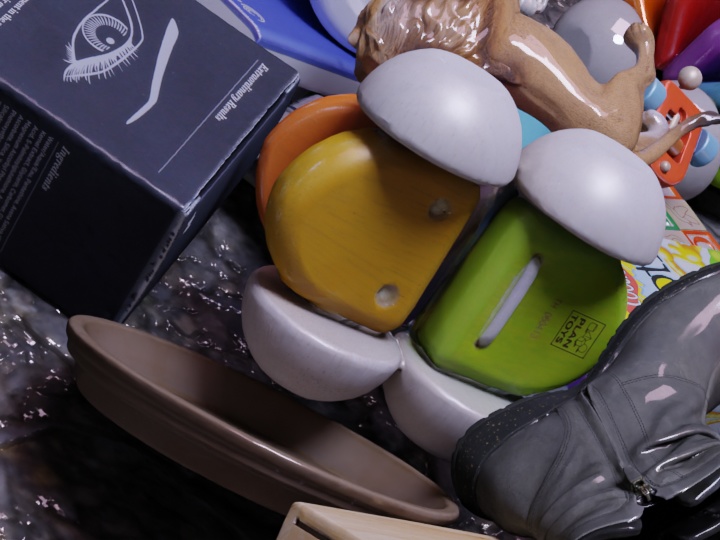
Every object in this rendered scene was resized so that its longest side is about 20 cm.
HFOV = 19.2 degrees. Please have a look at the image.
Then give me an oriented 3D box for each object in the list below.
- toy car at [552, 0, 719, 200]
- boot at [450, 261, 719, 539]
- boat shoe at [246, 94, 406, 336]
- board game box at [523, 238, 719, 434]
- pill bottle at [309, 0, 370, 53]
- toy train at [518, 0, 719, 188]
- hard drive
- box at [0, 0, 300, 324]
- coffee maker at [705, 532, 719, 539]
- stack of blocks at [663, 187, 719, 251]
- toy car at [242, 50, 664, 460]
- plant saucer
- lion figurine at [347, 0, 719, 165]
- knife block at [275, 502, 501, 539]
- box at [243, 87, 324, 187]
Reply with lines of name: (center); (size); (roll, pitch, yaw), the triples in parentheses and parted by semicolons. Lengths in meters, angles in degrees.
toy car: (0.247, -0.145, 1.504); (0.175, 0.150, 0.200); (-2, 48, -45)
boot: (0.149, 0.075, 0.970); (0.200, 0.068, 0.131); (-33, 27, -18)
boat shoe: (0.000, 0.000, 1.172); (0.065, 0.074, 0.200); (-30, 76, -18)
board game box: (0.177, 0.053, 1.222); (0.200, 0.105, 0.103); (11, 40, -33)
pill bottle: (0.015, -0.209, 1.270); (0.111, 0.111, 0.200); (24, 24, -18)
toy train: (0.125, -0.090, 1.264); (0.200, 0.056, 0.151); (36, 61, -33)
hard drive: (-0.045, -0.144, 1.231); (0.132, 0.025, 0.200); (46, 17, 28)
box: (-0.156, -0.088, 1.080); (0.200, 0.104, 0.148); (36, 40, 0)
coffee maker: (0.230, 0.153, 1.067); (0.200, 0.192, 0.135); (6, 85, -36)
stack of blocks: (0.134, -0.058, 1.370); (0.115, 0.059, 0.200); (1, 45, -42)
toy car: (0.038, -0.017, 1.063); (0.200, 0.175, 0.150); (25, 17, -23)
plant saucer: (-0.049, 0.076, 0.976); (0.200, 0.030, 0.200); (27, 2, -1)
lion figurine: (0.096, -0.102, 1.128); (0.200, 0.073, 0.123); (27, 37, 3)
knife block: (0.057, 0.145, 0.926); (0.064, 0.200, 0.175); (25, 49, 38)
box: (-0.082, -0.128, 1.284); (0.200, 0.036, 0.144); (38, 32, 6)
